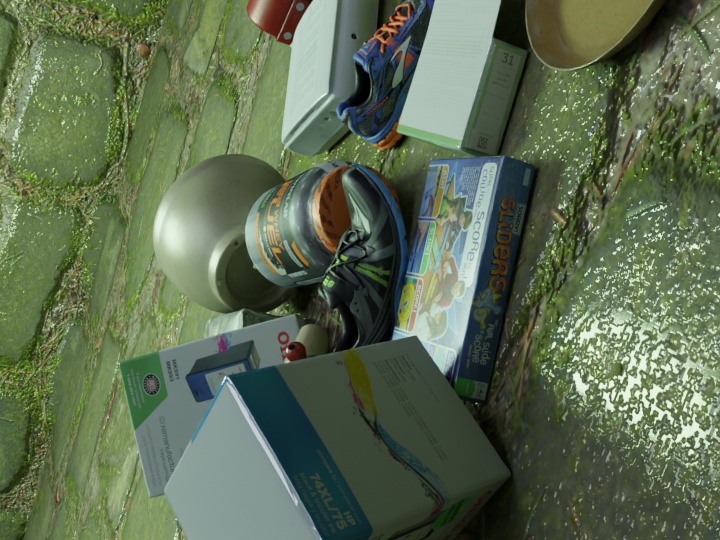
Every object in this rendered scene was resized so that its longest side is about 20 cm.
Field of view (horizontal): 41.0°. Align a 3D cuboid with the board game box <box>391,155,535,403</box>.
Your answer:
[{"bbox_3d":[0.084,0.003,0.852,0.135,0.034,0.204,12,90,67],"label":"board game box"}]

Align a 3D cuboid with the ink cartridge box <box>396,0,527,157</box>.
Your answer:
[{"bbox_3d":[0.105,-0.215,0.908,0.145,0.047,0.204,33,107,65],"label":"ink cartridge box"}]

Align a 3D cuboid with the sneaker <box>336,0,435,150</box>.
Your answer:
[{"bbox_3d":[0.034,-0.232,1.037,0.203,0.077,0.075,-70,25,15],"label":"sneaker"}]

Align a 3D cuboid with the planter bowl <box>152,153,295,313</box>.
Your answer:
[{"bbox_3d":[-0.148,-0.027,1.209,0.135,0.197,0.203,45,118,52],"label":"planter bowl"}]

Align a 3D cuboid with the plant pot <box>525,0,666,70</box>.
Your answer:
[{"bbox_3d":[0.197,-0.251,0.749,0.200,0.027,0.204,-44,40,52],"label":"plant pot"}]

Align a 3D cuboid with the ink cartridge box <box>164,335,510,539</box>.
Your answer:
[{"bbox_3d":[-0.018,0.164,0.749,0.147,0.198,0.148,54,131,27],"label":"ink cartridge box"}]

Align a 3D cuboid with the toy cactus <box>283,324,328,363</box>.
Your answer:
[{"bbox_3d":[-0.069,0.124,0.926,0.202,0.100,0.167,102,180,-45],"label":"toy cactus"}]

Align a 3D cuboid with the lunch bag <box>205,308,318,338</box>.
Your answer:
[{"bbox_3d":[-0.132,0.156,1.161,0.164,0.115,0.205,167,110,-67],"label":"lunch bag"}]

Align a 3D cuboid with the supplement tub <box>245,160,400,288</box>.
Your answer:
[{"bbox_3d":[-0.042,-0.049,1.057,0.199,0.120,0.125,-15,64,63],"label":"supplement tub"}]

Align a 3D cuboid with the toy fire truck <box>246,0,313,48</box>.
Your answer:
[{"bbox_3d":[-0.135,-0.425,1.367,0.130,0.197,0.178,-58,30,35],"label":"toy fire truck"}]

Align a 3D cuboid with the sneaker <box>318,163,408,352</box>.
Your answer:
[{"bbox_3d":[0.000,0.000,0.926,0.071,0.081,0.204,-149,55,-67],"label":"sneaker"}]

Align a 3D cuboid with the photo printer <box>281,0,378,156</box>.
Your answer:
[{"bbox_3d":[-0.039,-0.269,1.231,0.166,0.068,0.204,-34,47,57],"label":"photo printer"}]

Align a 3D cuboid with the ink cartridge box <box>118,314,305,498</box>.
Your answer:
[{"bbox_3d":[-0.140,0.142,1.029,0.088,0.196,0.148,98,158,-85],"label":"ink cartridge box"}]
